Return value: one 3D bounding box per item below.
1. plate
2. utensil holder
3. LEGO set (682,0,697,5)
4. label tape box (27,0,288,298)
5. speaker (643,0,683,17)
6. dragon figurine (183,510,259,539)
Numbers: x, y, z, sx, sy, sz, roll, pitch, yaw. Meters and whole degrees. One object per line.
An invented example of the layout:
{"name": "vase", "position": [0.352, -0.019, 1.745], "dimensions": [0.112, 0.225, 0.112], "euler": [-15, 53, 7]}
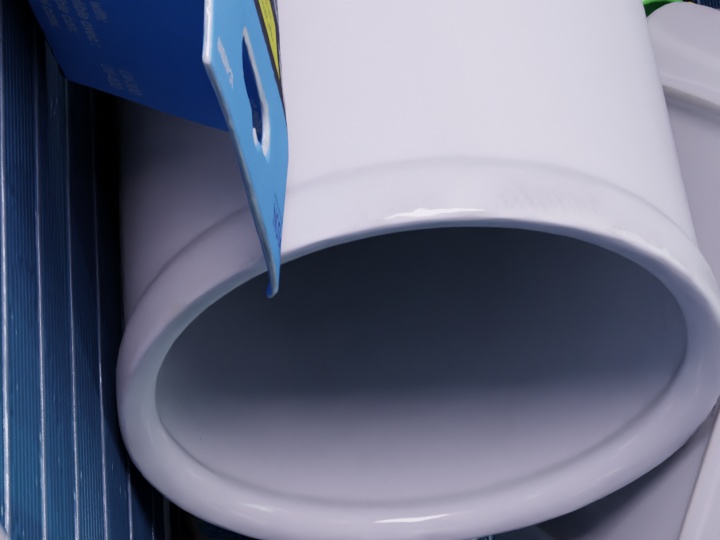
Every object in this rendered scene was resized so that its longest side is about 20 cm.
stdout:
{"name": "plate", "position": [0.096, 0.020, 0.807], "dimensions": [0.200, 0.032, 0.201], "euler": [-146, -108, -69]}
{"name": "utensil holder", "position": [0.009, -0.045, 0.771], "dimensions": [0.170, 0.169, 0.201], "euler": [79, 3, -54]}
{"name": "LEGO set", "position": [0.060, -0.042, 1.136], "dimensions": [0.200, 0.116, 0.154], "euler": [-44, -111, 40]}
{"name": "label tape box", "position": [-0.058, -0.108, 0.617], "dimensions": [0.143, 0.066, 0.201], "euler": [76, 11, -70]}
{"name": "speaker", "position": [0.024, -0.133, 0.943], "dimensions": [0.200, 0.088, 0.089], "euler": [46, -14, 25]}
{"name": "dragon figurine", "position": [-0.004, 0.083, 0.844], "dimensions": [0.200, 0.099, 0.059], "euler": [-73, 157, -71]}
